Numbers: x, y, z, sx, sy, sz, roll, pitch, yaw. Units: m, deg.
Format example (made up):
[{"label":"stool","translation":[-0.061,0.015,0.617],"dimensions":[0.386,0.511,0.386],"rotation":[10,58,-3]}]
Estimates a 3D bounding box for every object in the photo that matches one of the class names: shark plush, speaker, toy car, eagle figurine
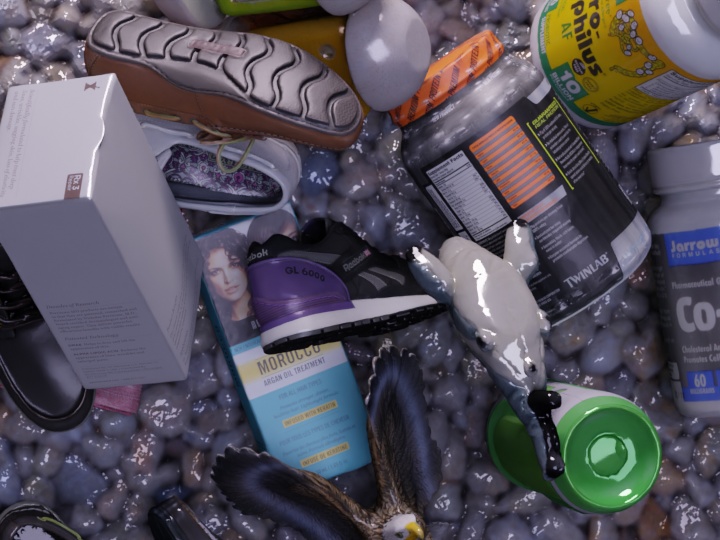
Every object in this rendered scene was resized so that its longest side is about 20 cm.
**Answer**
[{"label":"shark plush","translation":[0.107,0.051,1.543],"dimensions":[0.091,0.083,0.200],"rotation":[-25,61,-20]},{"label":"speaker","translation":[0.150,0.124,1.603],"dimensions":[0.088,0.200,0.089],"rotation":[0,91,-12]},{"label":"toy car","translation":[-0.040,-0.203,1.583],"dimensions":[0.201,0.174,0.150],"rotation":[64,36,-35]},{"label":"eagle figurine","translation":[0.009,0.166,1.586],"dimensions":[0.201,0.151,0.152],"rotation":[56,43,-6]}]

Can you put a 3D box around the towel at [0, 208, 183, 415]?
[{"label":"towel","translation":[-0.209,-0.007,1.617],"dimensions":[0.143,0.023,0.201],"rotation":[13,88,-13]}]

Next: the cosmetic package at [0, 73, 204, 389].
[{"label":"cosmetic package","translation":[-0.175,-0.023,1.499],"dimensions":[0.081,0.200,0.113],"rotation":[-7,48,15]}]

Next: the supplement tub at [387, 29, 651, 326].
[{"label":"supplement tub","translation":[0.112,-0.067,1.632],"dimensions":[0.122,0.122,0.200],"rotation":[-36,98,-9]}]

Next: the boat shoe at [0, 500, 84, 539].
[{"label":"boat shoe","translation":[-0.187,0.250,1.606],"dimensions":[0.072,0.061,0.201],"rotation":[-46,99,-7]}]

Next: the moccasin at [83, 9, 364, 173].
[{"label":"moccasin","translation":[-0.094,-0.117,1.525],"dimensions":[0.200,0.078,0.074],"rotation":[11,49,11]}]

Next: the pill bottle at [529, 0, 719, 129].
[{"label":"pill bottle","translation":[0.220,-0.180,1.602],"dimensions":[0.112,0.200,0.114],"rotation":[9,73,-31]}]

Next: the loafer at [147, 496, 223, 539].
[{"label":"loafer","translation":[-0.076,0.233,1.630],"dimensions":[0.072,0.073,0.200],"rotation":[-44,109,-17]}]

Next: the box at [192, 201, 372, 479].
[{"label":"box","translation":[-0.057,0.056,1.636],"dimensions":[0.082,0.049,0.201],"rotation":[-21,96,-11]}]

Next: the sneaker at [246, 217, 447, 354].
[{"label":"sneaker","translation":[0.000,0.000,1.600],"dimensions":[0.199,0.076,0.088],"rotation":[-7,78,-50]}]

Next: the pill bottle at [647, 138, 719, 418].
[{"label":"pill bottle","translation":[0.276,0.002,1.672],"dimensions":[0.113,0.114,0.201],"rotation":[-10,93,-11]}]

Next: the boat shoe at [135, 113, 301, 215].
[{"label":"boat shoe","translation":[-0.142,-0.076,1.571],"dimensions":[0.199,0.069,0.072],"rotation":[15,114,-4]}]

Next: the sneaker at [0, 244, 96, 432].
[{"label":"sneaker","translation":[-0.237,0.019,1.541],"dimensions":[0.074,0.106,0.201],"rotation":[-18,92,-3]}]
